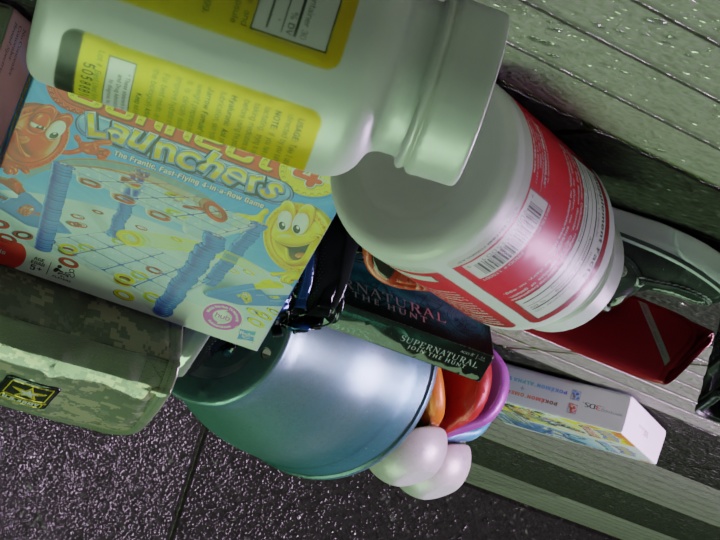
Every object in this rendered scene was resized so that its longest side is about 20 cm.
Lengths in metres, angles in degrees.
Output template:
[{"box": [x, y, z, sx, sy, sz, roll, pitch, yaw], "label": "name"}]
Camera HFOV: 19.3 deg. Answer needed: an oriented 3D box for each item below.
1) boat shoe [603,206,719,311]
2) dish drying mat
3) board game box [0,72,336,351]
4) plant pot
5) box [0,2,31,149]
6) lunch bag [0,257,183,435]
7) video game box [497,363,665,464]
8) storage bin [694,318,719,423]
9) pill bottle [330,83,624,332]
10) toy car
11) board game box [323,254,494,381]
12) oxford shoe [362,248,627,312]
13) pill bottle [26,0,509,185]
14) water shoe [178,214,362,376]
[{"box": [0.147, -0.006, 1.345, 0.199, 0.068, 0.072, 20, 171, -17], "label": "boat shoe"}, {"box": [0.143, 0.024, 1.482, 0.199, 0.077, 0.018, 24, 133, 28], "label": "dish drying mat"}, {"box": [-0.117, -0.057, 1.282, 0.199, 0.056, 0.196, 19, 138, -11], "label": "board game box"}, {"box": [-0.066, 0.051, 1.638, 0.199, 0.202, 0.188, 13, 175, 28], "label": "plant pot"}, {"box": [-0.236, -0.108, 1.400, 0.077, 0.096, 0.200, 15, 172, 17], "label": "box"}, {"box": [-0.210, 0.032, 1.398, 0.163, 0.118, 0.200, 19, -171, -16], "label": "lunch bag"}, {"box": [0.218, 0.149, 2.248, 0.181, 0.047, 0.200, 12, 170, 21], "label": "video game box"}, {"box": [0.332, 0.074, 1.393, 0.198, 0.094, 0.135, 18, 172, 4], "label": "storage bin"}, {"box": [0.074, -0.032, 1.186, 0.112, 0.113, 0.200, 12, 170, 31], "label": "pill bottle"}, {"box": [0.071, 0.119, 2.081, 0.149, 0.176, 0.200, -23, 159, 12], "label": "toy car"}, {"box": [0.000, 0.000, 1.553, 0.199, 0.028, 0.136, 20, -148, -16], "label": "board game box"}, {"box": [0.094, -0.020, 1.444, 0.198, 0.072, 0.073, 13, -152, -17], "label": "oxford shoe"}, {"box": [-0.039, -0.107, 0.946, 0.199, 0.112, 0.111, 19, 171, -3], "label": "pill bottle"}, {"box": [-0.048, 0.013, 1.435, 0.079, 0.200, 0.071, 46, 155, -4], "label": "water shoe"}]
